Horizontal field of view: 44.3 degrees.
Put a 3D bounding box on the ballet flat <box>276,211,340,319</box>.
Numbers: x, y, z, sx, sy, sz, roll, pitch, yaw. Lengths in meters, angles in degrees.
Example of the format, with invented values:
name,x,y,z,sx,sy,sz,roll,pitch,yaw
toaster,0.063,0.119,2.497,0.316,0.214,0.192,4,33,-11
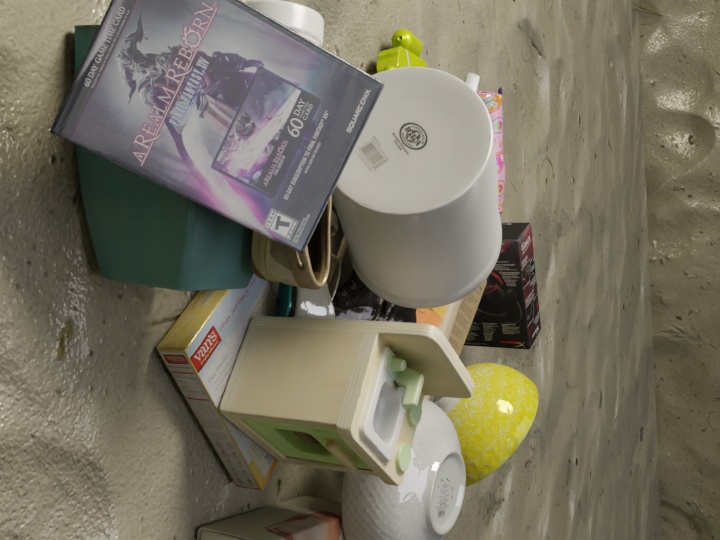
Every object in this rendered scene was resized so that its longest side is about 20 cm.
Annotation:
name,x,y,z,sx,sy,sz,roll,pitch,yaw
ballet flat,-0.053,-0.027,0.938,0.069,0.069,0.201,43,39,-54

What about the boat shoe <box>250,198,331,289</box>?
name,x,y,z,sx,sy,sz,roll,pitch,yaw
boat shoe,-0.044,-0.084,0.711,0.072,0.065,0.201,-17,117,-59

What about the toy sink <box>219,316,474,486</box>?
name,x,y,z,sx,sy,sz,roll,pitch,yaw
toy sink,-0.010,0.127,0.842,0.130,0.199,0.112,55,44,-49

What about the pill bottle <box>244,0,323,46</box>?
name,x,y,z,sx,sy,sz,roll,pitch,yaw
pill bottle,-0.087,-0.147,0.851,0.120,0.119,0.201,12,81,-61

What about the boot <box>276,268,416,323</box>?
name,x,y,z,sx,sy,sz,roll,pitch,yaw
boot,0.000,0.000,1.000,0.199,0.069,0.175,17,78,-26

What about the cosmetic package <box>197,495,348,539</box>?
name,x,y,z,sx,sy,sz,roll,pitch,yaw
cosmetic package,-0.079,0.307,0.926,0.200,0.087,0.104,5,88,-62

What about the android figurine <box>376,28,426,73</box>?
name,x,y,z,sx,sy,sz,roll,pitch,yaw
android figurine,0.068,-0.230,1.185,0.200,0.041,0.183,-4,85,-71

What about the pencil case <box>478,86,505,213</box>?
name,x,y,z,sx,sy,sz,roll,pitch,yaw
pencil case,0.186,-0.185,1.398,0.087,0.087,0.201,-13,102,-61

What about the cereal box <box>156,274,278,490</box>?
name,x,y,z,sx,sy,sz,roll,pitch,yaw
cereal box,-0.117,0.101,0.893,0.144,0.039,0.201,-60,140,-43

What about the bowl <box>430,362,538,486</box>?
name,x,y,z,sx,sy,sz,roll,pitch,yaw
bowl,0.149,0.203,1.286,0.108,0.200,0.200,43,47,-15

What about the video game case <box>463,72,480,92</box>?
name,x,y,z,sx,sy,sz,roll,pitch,yaw
video game case,0.120,-0.146,1.235,0.200,0.022,0.183,109,-4,-68

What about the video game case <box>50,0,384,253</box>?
name,x,y,z,sx,sy,sz,roll,pitch,yaw
video game case,-0.098,-0.118,0.638,0.199,0.019,0.143,26,92,-21

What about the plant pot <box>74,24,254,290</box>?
name,x,y,z,sx,sy,sz,roll,pitch,yaw
plant pot,-0.145,-0.087,0.732,0.141,0.141,0.201,1,96,-62

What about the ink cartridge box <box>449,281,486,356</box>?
name,x,y,z,sx,sy,sz,roll,pitch,yaw
ink cartridge box,0.087,0.043,1.207,0.200,0.075,0.165,42,67,-56

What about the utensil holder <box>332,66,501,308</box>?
name,x,y,z,sx,sy,sz,roll,pitch,yaw
utensil holder,0.056,-0.078,0.872,0.200,0.169,0.171,72,30,-64

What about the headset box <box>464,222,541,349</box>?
name,x,y,z,sx,sy,sz,roll,pitch,yaw
headset box,0.187,0.012,1.342,0.075,0.148,0.201,-44,129,-54

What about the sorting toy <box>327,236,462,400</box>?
name,x,y,z,sx,sy,sz,roll,pitch,yaw
sorting toy,0.031,0.077,1.062,0.199,0.036,0.186,25,79,-30

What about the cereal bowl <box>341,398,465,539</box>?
name,x,y,z,sx,sy,sz,roll,pitch,yaw
cereal bowl,0.064,0.242,1.001,0.200,0.083,0.201,-13,105,-59
